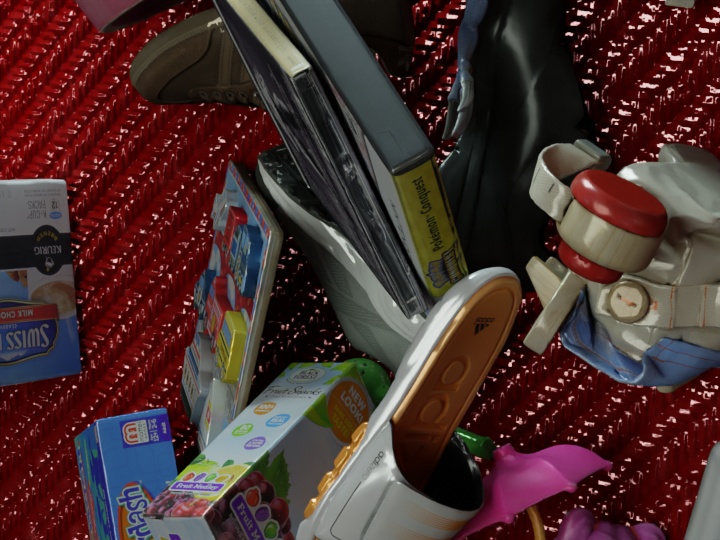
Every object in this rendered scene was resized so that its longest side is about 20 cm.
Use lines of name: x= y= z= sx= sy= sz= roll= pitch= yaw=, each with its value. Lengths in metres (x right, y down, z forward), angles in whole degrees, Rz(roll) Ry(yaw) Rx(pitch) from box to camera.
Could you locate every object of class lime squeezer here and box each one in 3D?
lime squeezer: x=-0.004 y=0.081 z=1.308 sx=0.200 sy=0.071 sz=0.038 roll=-13 pitch=42 yaw=52

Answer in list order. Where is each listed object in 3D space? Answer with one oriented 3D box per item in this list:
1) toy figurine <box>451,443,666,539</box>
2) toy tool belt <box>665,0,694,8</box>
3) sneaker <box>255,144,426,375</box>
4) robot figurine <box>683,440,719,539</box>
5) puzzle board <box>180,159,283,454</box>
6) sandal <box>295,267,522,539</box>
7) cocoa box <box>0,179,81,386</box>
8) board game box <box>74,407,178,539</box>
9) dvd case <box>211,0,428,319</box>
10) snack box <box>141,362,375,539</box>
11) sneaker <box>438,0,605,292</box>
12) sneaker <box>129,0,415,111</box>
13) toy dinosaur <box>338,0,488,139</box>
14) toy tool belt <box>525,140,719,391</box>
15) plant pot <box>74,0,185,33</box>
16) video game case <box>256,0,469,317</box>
toy figurine: x=0.108 y=0.186 z=1.211 sx=0.150 sy=0.200 sz=0.185 roll=160 pitch=125 yaw=-71
toy tool belt: x=0.139 y=-0.185 z=1.167 sx=0.200 sy=0.125 sz=0.123 roll=11 pitch=102 yaw=20
sneaker: x=0.000 y=0.000 z=1.316 sx=0.200 sy=0.074 sz=0.079 roll=49 pitch=134 yaw=29
robot figurine: x=0.241 y=0.142 z=1.112 sx=0.169 sy=0.113 sz=0.200 roll=20 pitch=105 yaw=14
puzzle board: x=-0.080 y=0.027 z=1.328 sx=0.200 sy=0.017 sz=0.151 roll=-123 pitch=45 yaw=-73
sandal: x=0.035 y=0.096 z=1.160 sx=0.059 sy=0.079 sz=0.207 roll=41 pitch=115 yaw=34
cocoa box: x=-0.300 y=0.015 z=1.500 sx=0.200 sy=0.133 sz=0.132 roll=-5 pitch=90 yaw=37
board game box: x=-0.133 y=0.165 z=1.363 sx=0.200 sy=0.045 sz=0.153 roll=143 pitch=117 yaw=-77
dvd case: x=-0.028 y=-0.075 z=1.185 sx=0.016 sy=0.149 sz=0.200 roll=-29 pitch=30 yaw=-5
snack box: x=-0.021 y=0.171 z=1.244 sx=0.053 sy=0.142 sz=0.200 roll=-3 pitch=120 yaw=40
sneaker: x=0.096 y=-0.082 z=1.247 sx=0.091 sy=0.076 sz=0.201 roll=14 pitch=95 yaw=14
sneaker: x=-0.055 y=-0.121 z=1.351 sx=0.200 sy=0.070 sz=0.076 roll=-21 pitch=81 yaw=36
toy dinosaur: x=0.037 y=-0.178 z=1.188 sx=0.181 sy=0.105 sz=0.200 roll=-2 pitch=65 yaw=55
toy tool belt: x=0.141 y=0.015 z=1.121 sx=0.125 sy=0.200 sz=0.123 roll=37 pitch=112 yaw=28
plant pot: x=-0.138 y=-0.247 z=1.345 sx=0.200 sy=0.200 sz=0.179 roll=-26 pitch=92 yaw=35
video game case: x=-0.005 y=-0.080 z=1.161 sx=0.025 sy=0.181 sz=0.200 roll=-29 pitch=60 yaw=-5
